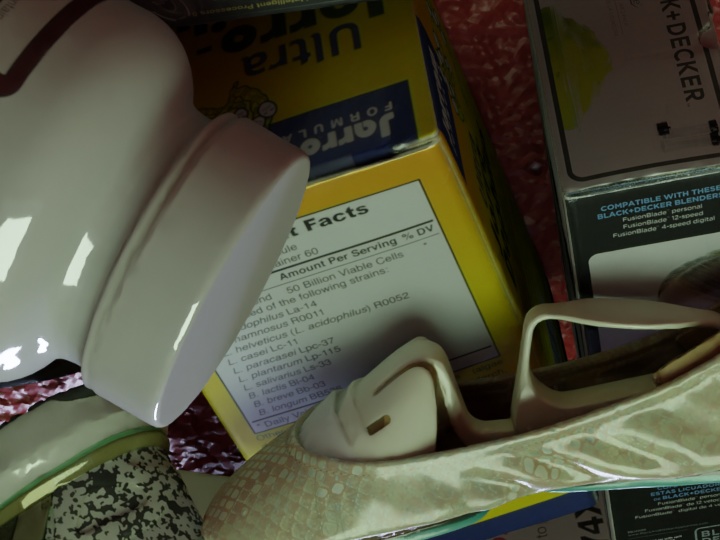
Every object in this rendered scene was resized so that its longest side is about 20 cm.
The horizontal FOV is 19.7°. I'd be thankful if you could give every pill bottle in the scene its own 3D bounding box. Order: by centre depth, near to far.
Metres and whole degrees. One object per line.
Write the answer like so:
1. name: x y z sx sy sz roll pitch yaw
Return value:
1. pill bottle: -0.120 -0.041 0.572 0.199 0.113 0.113 29 132 6

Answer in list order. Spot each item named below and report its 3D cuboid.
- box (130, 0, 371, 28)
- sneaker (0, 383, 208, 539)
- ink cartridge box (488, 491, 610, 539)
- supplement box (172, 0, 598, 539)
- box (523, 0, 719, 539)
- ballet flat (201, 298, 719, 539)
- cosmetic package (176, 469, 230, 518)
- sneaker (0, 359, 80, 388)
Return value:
1. box: -0.001 -0.139 0.567 0.198 0.050 0.158 -8 151 1
2. sneaker: -0.126 0.125 0.672 0.200 0.089 0.077 -42 157 4
3. ink cartridge box: 0.139 0.153 0.869 0.198 0.148 0.147 -10 137 0
4. supplement box: 0.000 0.000 0.717 0.108 0.110 0.201 -17 136 9
5. box: 0.101 -0.004 0.726 0.059 0.117 0.201 -9 138 4
6. ballet flat: 0.042 0.043 0.654 0.198 0.068 0.063 -11 110 2
7. cosmetic package: -0.064 0.120 0.811 0.082 0.051 0.200 -28 161 17
8. sneaker: -0.185 0.002 0.717 0.198 0.077 0.115 -15 134 3
